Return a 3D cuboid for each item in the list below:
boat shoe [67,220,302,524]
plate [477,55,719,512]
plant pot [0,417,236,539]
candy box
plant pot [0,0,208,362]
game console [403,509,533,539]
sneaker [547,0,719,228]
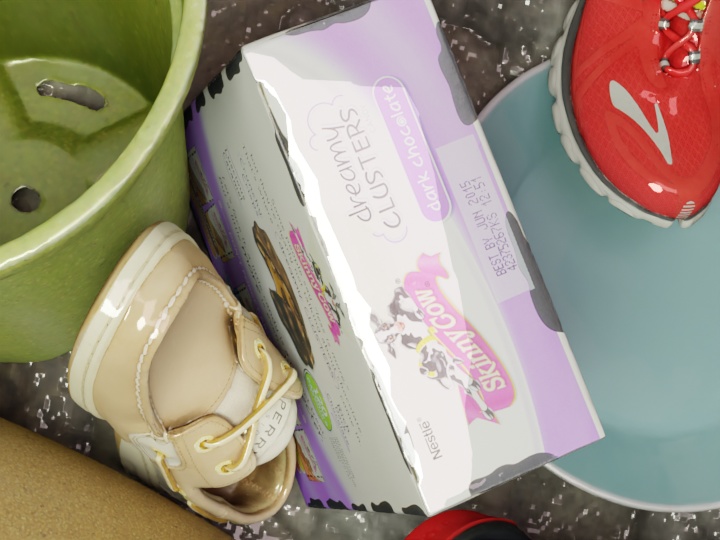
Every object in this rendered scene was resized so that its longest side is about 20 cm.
[{"bbox_3d":[-0.053,0.044,0.805,0.069,0.200,0.074,29,76,13],"label":"boat shoe"},{"bbox_3d":[0.121,0.003,0.929,0.199,0.026,0.201,4,74,-15],"label":"plate"},{"bbox_3d":[-0.136,0.135,0.809,0.199,0.186,0.187,13,82,-29],"label":"plant pot"},{"bbox_3d":[0.000,0.000,0.824,0.071,0.200,0.168,-21,91,-14],"label":"candy box"},{"bbox_3d":[-0.139,-0.056,0.790,0.199,0.184,0.201,-2,70,4],"label":"plant pot"},{"bbox_3d":[0.031,0.206,0.860,0.177,0.031,0.200,44,76,-38],"label":"game console"},{"bbox_3d":[0.126,-0.118,0.905,0.077,0.085,0.201,9,70,-12],"label":"sneaker"}]
